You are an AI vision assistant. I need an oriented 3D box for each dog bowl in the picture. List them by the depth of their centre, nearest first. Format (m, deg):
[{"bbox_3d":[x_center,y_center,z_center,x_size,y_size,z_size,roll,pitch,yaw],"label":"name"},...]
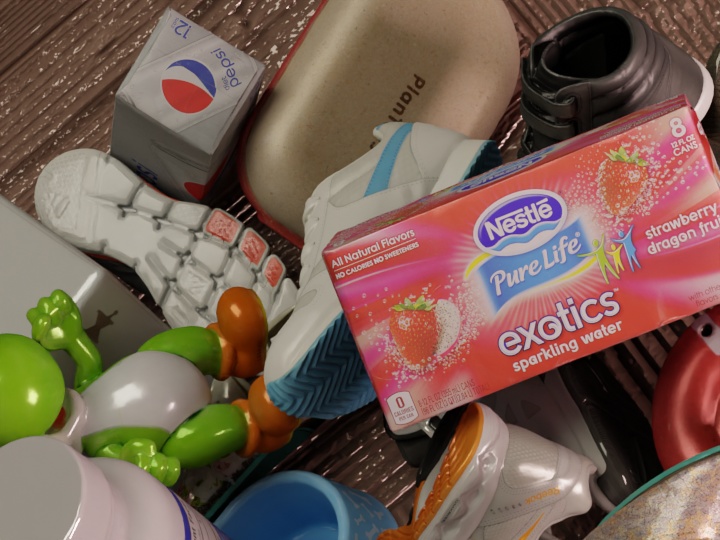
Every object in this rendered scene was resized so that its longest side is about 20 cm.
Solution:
[{"bbox_3d":[-0.064,0.195,1.556,0.200,0.050,0.111,-49,48,-4],"label":"dog bowl"}]

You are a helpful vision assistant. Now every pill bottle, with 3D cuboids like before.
[{"bbox_3d":[-0.122,0.165,1.444,0.111,0.200,0.113,-16,55,24],"label":"pill bottle"}]

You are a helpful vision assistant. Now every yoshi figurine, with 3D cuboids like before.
[{"bbox_3d":[-0.137,0.066,1.501,0.199,0.113,0.112,-13,13,-17],"label":"yoshi figurine"}]

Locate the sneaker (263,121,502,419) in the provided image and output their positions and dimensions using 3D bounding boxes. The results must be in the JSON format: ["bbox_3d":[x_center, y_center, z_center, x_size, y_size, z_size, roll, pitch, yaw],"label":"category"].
[{"bbox_3d":[0.000,0.000,1.535,0.080,0.077,0.200,18,53,28],"label":"sneaker"}]

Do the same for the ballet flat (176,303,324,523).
[{"bbox_3d":[-0.044,0.066,1.600,0.200,0.076,0.064,-44,79,0],"label":"ballet flat"}]

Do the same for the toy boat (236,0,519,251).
[{"bbox_3d":[0.003,-0.098,1.669,0.201,0.130,0.131,-58,20,-11],"label":"toy boat"}]

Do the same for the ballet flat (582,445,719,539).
[{"bbox_3d":[0.121,0.158,1.323,0.200,0.068,0.068,-37,46,24],"label":"ballet flat"}]

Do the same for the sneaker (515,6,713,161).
[{"bbox_3d":[0.095,-0.060,1.495,0.200,0.099,0.071,-48,48,-1],"label":"sneaker"}]

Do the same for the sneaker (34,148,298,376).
[{"bbox_3d":[-0.103,-0.005,1.697,0.200,0.082,0.077,38,89,18],"label":"sneaker"}]

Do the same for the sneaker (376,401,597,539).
[{"bbox_3d":[0.056,0.160,1.459,0.076,0.091,0.201,-85,18,-49],"label":"sneaker"}]

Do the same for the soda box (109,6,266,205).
[{"bbox_3d":[-0.105,-0.087,1.667,0.068,0.200,0.064,31,77,0],"label":"soda box"}]

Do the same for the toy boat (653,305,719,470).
[{"bbox_3d":[0.217,0.087,1.375,0.130,0.131,0.200,-40,48,5],"label":"toy boat"}]

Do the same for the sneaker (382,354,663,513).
[{"bbox_3d":[0.084,0.088,1.525,0.115,0.076,0.201,-45,40,13],"label":"sneaker"}]

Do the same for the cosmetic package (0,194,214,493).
[{"bbox_3d":[-0.212,0.062,1.658,0.200,0.167,0.167,32,81,42],"label":"cosmetic package"}]

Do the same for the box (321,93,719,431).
[{"bbox_3d":[0.090,-0.005,1.415,0.199,0.095,0.100,-21,94,8],"label":"box"}]

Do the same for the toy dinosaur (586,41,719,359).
[{"bbox_3d":[0.169,-0.043,1.553,0.200,0.077,0.102,-44,59,-5],"label":"toy dinosaur"}]
